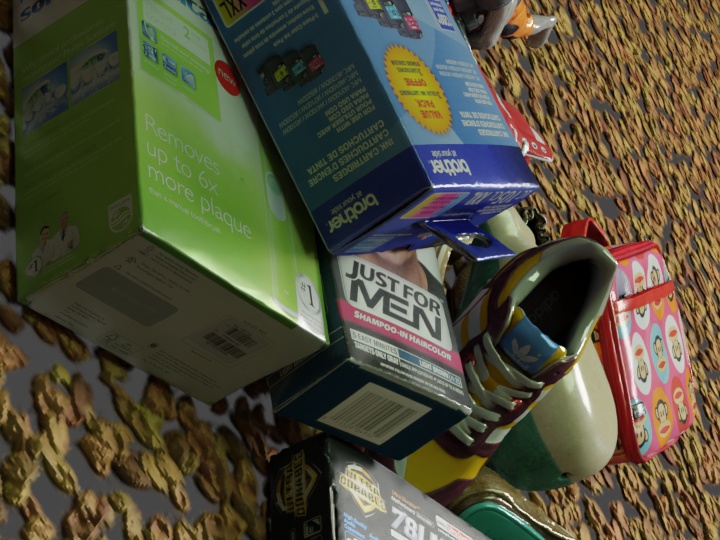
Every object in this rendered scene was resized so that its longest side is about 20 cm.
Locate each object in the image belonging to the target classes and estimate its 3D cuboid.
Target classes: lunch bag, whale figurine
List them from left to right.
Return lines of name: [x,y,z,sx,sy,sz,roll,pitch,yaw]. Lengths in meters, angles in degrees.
whale figurine: [0.094,0.049,1.223,0.159,0.103,0.201,44,27,-58]
lunch bag: [0.183,0.048,1.382,0.200,0.082,0.177,-14,92,-68]

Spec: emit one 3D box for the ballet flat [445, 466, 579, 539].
ballet flat: [0.109,0.180,1.190,0.200,0.068,0.072,41,15,-33]

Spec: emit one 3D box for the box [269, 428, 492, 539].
box: [0.030,0.214,1.008,0.200,0.050,0.199,38,34,-41]

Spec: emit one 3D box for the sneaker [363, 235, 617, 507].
sneaker: [0.073,0.059,1.084,0.075,0.200,0.090,37,-13,-5]

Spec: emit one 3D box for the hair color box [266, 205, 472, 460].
hair color box: [-0.009,-0.004,1.039,0.100,0.060,0.201,26,40,-41]

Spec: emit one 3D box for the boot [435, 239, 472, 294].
boot: [0.000,0.000,1.146,0.107,0.075,0.200,35,38,-12]

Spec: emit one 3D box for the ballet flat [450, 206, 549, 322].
ballet flat: [0.107,0.008,1.350,0.067,0.046,0.200,54,27,-18]

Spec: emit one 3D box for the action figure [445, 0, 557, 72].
action figure: [0.093,-0.261,1.518,0.201,0.104,0.193,66,16,0]

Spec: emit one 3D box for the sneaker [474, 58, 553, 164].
sneaker: [0.085,-0.078,1.363,0.113,0.071,0.200,47,27,-24]

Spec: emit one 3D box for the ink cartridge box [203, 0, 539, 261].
ink cartridge box: [0.013,-0.085,1.011,0.136,0.076,0.201,-7,69,-60]

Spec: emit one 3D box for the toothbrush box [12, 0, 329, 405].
toothbrush box: [-0.100,-0.054,0.968,0.145,0.086,0.201,35,36,-44]
